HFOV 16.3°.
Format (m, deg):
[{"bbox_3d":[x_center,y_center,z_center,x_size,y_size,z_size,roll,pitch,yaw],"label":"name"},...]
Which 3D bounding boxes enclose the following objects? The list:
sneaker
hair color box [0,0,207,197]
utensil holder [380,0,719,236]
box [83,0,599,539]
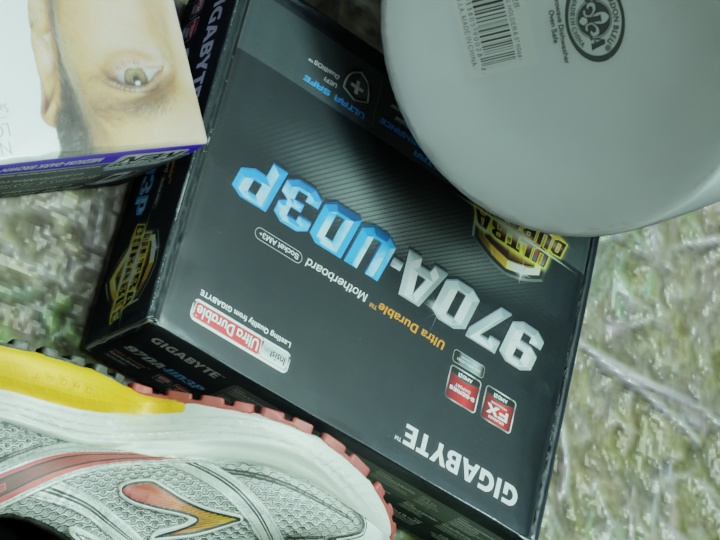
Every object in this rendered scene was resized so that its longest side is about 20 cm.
[{"bbox_3d":[-0.079,0.085,0.878,0.199,0.078,0.083,15,71,-26],"label":"sneaker"},{"bbox_3d":[-0.134,-0.129,0.899,0.109,0.065,0.202,-9,84,-42],"label":"hair color box"},{"bbox_3d":[0.120,-0.105,0.995,0.200,0.169,0.171,-21,91,-63],"label":"utensil holder"},{"bbox_3d":[0.000,0.000,0.982,0.199,0.046,0.160,32,57,-29],"label":"box"}]
